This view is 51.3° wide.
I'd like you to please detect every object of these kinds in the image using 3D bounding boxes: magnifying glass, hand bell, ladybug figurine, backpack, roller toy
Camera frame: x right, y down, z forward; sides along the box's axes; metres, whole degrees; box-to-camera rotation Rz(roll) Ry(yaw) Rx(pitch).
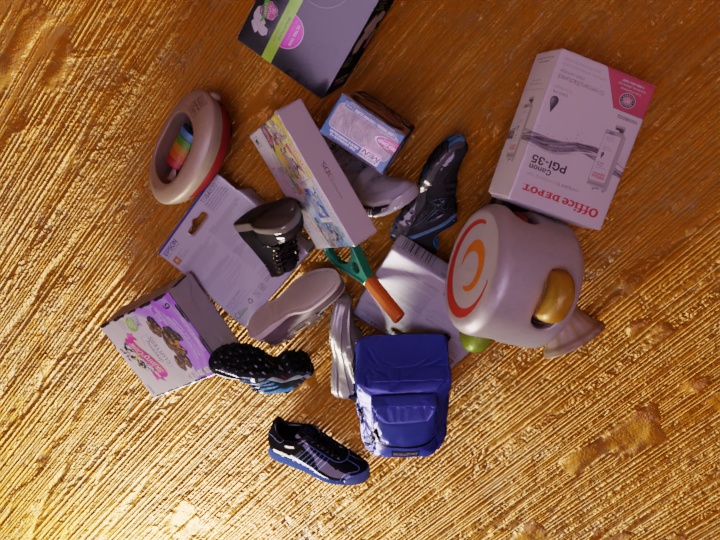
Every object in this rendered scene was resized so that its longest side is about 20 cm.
[{"bbox_3d":[0.000,0.000,1.174,0.200,0.022,0.080,50,144,18],"label":"magnifying glass"},{"bbox_3d":[0.275,0.022,1.141,0.104,0.104,0.201,-31,89,24],"label":"hand bell"},{"bbox_3d":[-0.259,-0.189,1.169,0.200,0.072,0.136,-52,54,27],"label":"ladybug figurine"},{"bbox_3d":[0.062,0.218,1.202,0.161,0.169,0.201,2,137,4],"label":"backpack"},{"bbox_3d":[0.212,0.009,1.026,0.139,0.184,0.200,13,149,-16],"label":"roller toy"}]

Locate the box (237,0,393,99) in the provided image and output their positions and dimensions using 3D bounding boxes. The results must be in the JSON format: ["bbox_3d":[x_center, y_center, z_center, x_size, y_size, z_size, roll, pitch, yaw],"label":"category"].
[{"bbox_3d":[-0.047,-0.366,1.024,0.148,0.124,0.201,34,116,-1],"label":"box"}]

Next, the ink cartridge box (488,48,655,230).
[{"bbox_3d":[0.277,-0.170,0.996,0.146,0.083,0.201,17,98,-12],"label":"ink cartridge box"}]

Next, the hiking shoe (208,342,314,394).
[{"bbox_3d":[-0.173,0.178,1.268,0.199,0.075,0.087,13,127,-38],"label":"hiking shoe"}]

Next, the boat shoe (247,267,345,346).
[{"bbox_3d":[-0.097,0.063,1.232,0.199,0.072,0.059,-34,134,25],"label":"boat shoe"}]

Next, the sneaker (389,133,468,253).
[{"bbox_3d":[0.119,-0.113,1.124,0.081,0.073,0.201,26,127,-3],"label":"sneaker"}]

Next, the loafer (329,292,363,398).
[{"bbox_3d":[-0.015,0.128,1.262,0.069,0.070,0.201,3,121,8],"label":"loafer"}]

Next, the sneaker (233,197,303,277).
[{"bbox_3d":[-0.114,-0.044,1.122,0.075,0.200,0.107,-40,109,-17],"label":"sneaker"}]

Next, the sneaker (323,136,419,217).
[{"bbox_3d":[-0.012,-0.145,1.102,0.199,0.075,0.116,6,128,40],"label":"sneaker"}]

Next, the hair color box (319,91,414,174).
[{"bbox_3d":[0.015,-0.195,1.034,0.100,0.200,0.061,33,106,-2],"label":"hair color box"}]

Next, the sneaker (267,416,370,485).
[{"bbox_3d":[-0.076,0.324,1.357,0.199,0.070,0.078,13,122,10],"label":"sneaker"}]

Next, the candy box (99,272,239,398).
[{"bbox_3d":[-0.331,0.118,1.314,0.199,0.072,0.168,-23,108,34],"label":"candy box"}]

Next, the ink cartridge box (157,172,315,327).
[{"bbox_3d":[-0.209,-0.036,1.254,0.200,0.041,0.200,41,117,-5],"label":"ink cartridge box"}]

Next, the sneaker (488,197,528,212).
[{"bbox_3d":[0.240,-0.113,1.086,0.075,0.071,0.201,25,117,2],"label":"sneaker"}]

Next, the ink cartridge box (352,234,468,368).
[{"bbox_3d":[0.104,0.058,1.196,0.196,0.043,0.200,32,143,0],"label":"ink cartridge box"}]

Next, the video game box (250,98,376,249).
[{"bbox_3d":[-0.071,-0.125,1.041,0.047,0.182,0.201,-33,101,-13],"label":"video game box"}]
